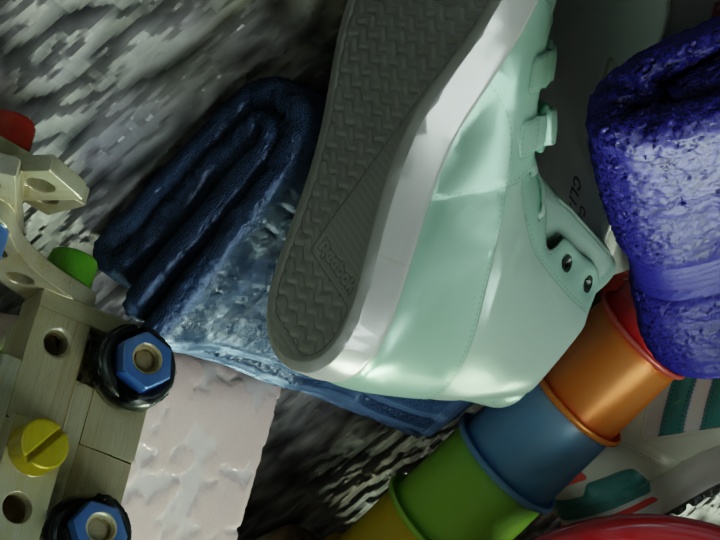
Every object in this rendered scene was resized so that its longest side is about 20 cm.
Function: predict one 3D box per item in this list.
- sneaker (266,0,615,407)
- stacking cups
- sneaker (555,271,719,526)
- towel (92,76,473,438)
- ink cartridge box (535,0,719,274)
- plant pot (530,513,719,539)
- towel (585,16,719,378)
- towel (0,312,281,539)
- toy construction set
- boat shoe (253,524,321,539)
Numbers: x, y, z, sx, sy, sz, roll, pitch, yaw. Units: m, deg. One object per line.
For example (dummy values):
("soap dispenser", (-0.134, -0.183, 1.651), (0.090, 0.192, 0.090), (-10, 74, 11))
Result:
("sneaker", (0.049, -0.048, 1.013), (0.118, 0.074, 0.201), (18, 96, -42))
("stacking cups", (0.070, 0.065, 1.160), (0.200, 0.061, 0.060), (-46, 143, 19))
("sneaker", (0.146, 0.032, 1.190), (0.199, 0.094, 0.070), (-32, -170, 19))
("towel", (0.000, 0.000, 1.086), (0.112, 0.049, 0.200), (-48, 142, 15))
("ink cartridge box", (0.162, -0.097, 1.076), (0.199, 0.083, 0.145), (-16, 139, -26))
("plant pot", (0.106, 0.208, 1.171), (0.200, 0.201, 0.183), (-29, 170, -8))
("towel", (0.160, -0.030, 1.010), (0.147, 0.050, 0.200), (-24, 151, 1))
("towel", (-0.130, 0.111, 1.060), (0.200, 0.032, 0.192), (12, 96, -46))
("toy construction set", (-0.133, 0.050, 0.960), (0.131, 0.092, 0.201), (23, 80, -20))
("boat shoe", (-0.022, 0.159, 1.238), (0.064, 0.071, 0.200), (-21, 151, 13))
